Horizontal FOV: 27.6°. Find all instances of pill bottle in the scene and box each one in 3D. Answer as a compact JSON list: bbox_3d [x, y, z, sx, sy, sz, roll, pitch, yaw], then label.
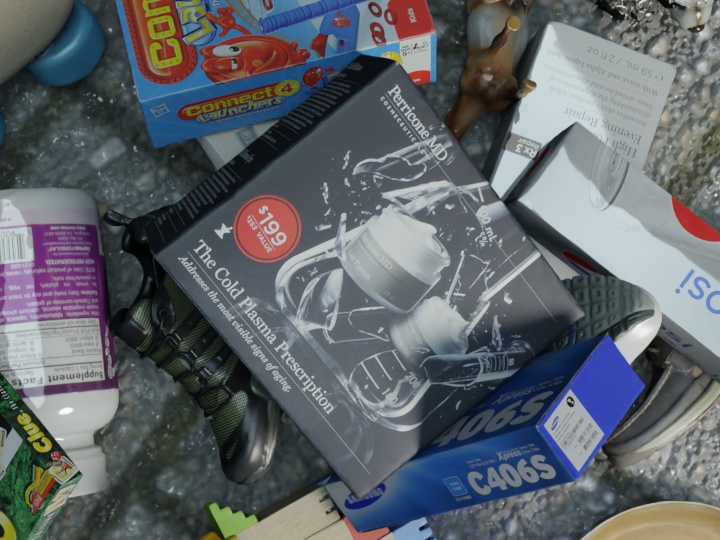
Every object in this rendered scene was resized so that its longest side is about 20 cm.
[{"bbox_3d":[-0.219,0.051,0.971,0.112,0.112,0.200,-6,87,-5],"label":"pill bottle"}]

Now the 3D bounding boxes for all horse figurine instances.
[{"bbox_3d":[0.098,-0.174,1.016,0.050,0.133,0.200,14,74,-10],"label":"horse figurine"}]

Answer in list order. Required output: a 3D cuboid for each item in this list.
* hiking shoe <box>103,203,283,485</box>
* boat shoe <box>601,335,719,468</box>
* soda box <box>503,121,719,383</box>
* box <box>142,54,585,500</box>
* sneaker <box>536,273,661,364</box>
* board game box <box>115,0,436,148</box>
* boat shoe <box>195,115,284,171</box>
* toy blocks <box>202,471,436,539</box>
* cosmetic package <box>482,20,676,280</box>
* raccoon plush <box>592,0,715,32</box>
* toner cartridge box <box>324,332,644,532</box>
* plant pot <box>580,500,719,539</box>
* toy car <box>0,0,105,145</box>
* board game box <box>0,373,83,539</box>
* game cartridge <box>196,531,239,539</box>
[{"bbox_3d":[-0.117,0.051,0.986,0.101,0.076,0.200,-8,76,-28],"label":"hiking shoe"},{"bbox_3d":[0.233,0.056,1.031,0.200,0.075,0.073,-42,80,-14],"label":"boat shoe"},{"bbox_3d":[0.192,-0.008,0.959,0.200,0.063,0.068,38,83,-1],"label":"soda box"},{"bbox_3d":[0.000,0.000,0.905,0.182,0.104,0.200,-40,106,-3],"label":"box"},{"bbox_3d":[0.142,0.069,0.975,0.087,0.200,0.075,21,54,-16],"label":"sneaker"},{"bbox_3d":[-0.069,-0.200,0.991,0.196,0.056,0.200,-15,64,-6],"label":"board game box"},{"bbox_3d":[-0.075,-0.088,1.009,0.072,0.069,0.200,-29,72,-15],"label":"boat shoe"},{"bbox_3d":[-0.002,0.215,0.995,0.137,0.100,0.200,-28,89,-17],"label":"toy blocks"},{"bbox_3d":[0.137,-0.061,1.025,0.102,0.074,0.200,19,84,-3],"label":"cosmetic package"},{"bbox_3d":[0.191,-0.254,1.010,0.097,0.134,0.200,-32,89,-5],"label":"raccoon plush"},{"bbox_3d":[0.073,0.104,0.913,0.043,0.200,0.095,55,48,-9],"label":"toner cartridge box"},{"bbox_3d":[0.219,0.262,1.032,0.200,0.027,0.200,0,86,-5],"label":"plant pot"},{"bbox_3d":[-0.305,-0.203,0.978,0.177,0.184,0.200,-42,62,-6],"label":"toy car"},{"bbox_3d":[-0.251,0.153,0.933,0.105,0.023,0.200,45,126,13],"label":"board game box"},{"bbox_3d":[-0.079,0.276,0.948,0.200,0.176,0.032,51,43,0],"label":"game cartridge"}]
